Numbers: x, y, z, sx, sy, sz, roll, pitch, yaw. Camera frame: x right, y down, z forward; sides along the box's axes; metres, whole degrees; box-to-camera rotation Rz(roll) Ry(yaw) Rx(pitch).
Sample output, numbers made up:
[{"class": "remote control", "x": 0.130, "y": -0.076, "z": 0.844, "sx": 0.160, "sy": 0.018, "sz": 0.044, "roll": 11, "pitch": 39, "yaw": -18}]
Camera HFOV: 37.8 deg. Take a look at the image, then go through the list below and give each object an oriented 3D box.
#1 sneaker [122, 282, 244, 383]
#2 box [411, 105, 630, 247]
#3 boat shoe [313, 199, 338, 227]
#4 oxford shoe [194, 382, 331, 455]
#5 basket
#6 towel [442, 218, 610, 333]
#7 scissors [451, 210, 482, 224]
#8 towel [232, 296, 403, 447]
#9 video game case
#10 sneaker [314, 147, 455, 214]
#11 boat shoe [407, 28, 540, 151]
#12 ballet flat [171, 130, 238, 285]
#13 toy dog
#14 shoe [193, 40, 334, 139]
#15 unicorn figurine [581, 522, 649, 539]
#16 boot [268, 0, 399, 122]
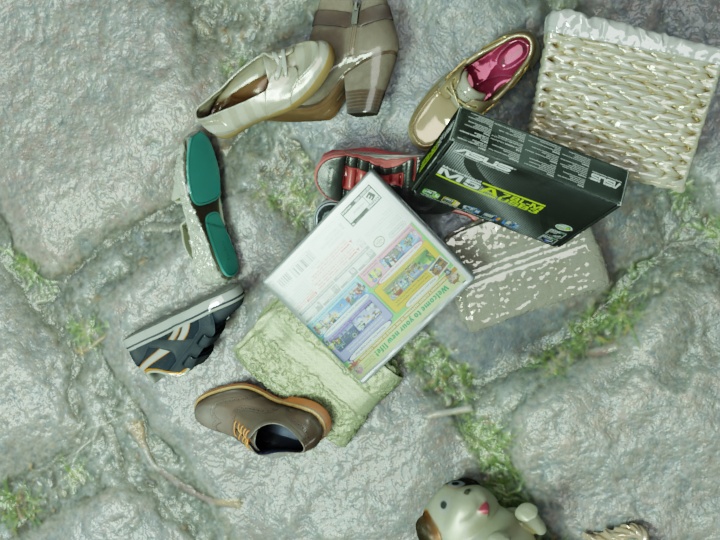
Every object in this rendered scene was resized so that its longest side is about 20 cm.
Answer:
[{"class": "sneaker", "x": -0.216, "y": 0.084, "z": 1.366, "sx": 0.198, "sy": 0.078, "sz": 0.080, "roll": -26, "pitch": 95, "yaw": 31}, {"class": "box", "x": 0.171, "y": -0.098, "z": 1.175, "sx": 0.198, "sy": 0.193, "sz": 0.048, "roll": 21, "pitch": 77, "yaw": -6}, {"class": "boat shoe", "x": 0.000, "y": 0.000, "z": 1.334, "sx": 0.071, "sy": 0.068, "sz": 0.202, "roll": -27, "pitch": 92, "yaw": 11}, {"class": "oxford shoe", "x": -0.140, "y": 0.196, "z": 1.358, "sx": 0.197, "sy": 0.073, "sz": 0.072, "roll": 2, "pitch": 114, "yaw": 26}, {"class": "basket", "x": 0.290, "y": -0.195, "z": 1.203, "sx": 0.197, "sy": 0.198, "sz": 0.163, "roll": 15, "pitch": 100, "yaw": 6}, {"class": "towel", "x": 0.202, "y": -0.012, "z": 1.313, "sx": 0.197, "sy": 0.035, "sz": 0.134, "roll": -19, "pitch": 102, "yaw": 9}, {"class": "scissors", "x": 0.112, "y": -0.079, "z": 1.335, "sx": 0.197, "sy": 0.014, "sz": 0.074, "roll": -5, "pitch": 97, "yaw": 8}, {"class": "towel", "x": -0.057, "y": 0.122, "z": 1.373, "sx": 0.199, "sy": 0.036, "sz": 0.149, "roll": 41, "pitch": 102, "yaw": 3}, {"class": "video game case", "x": 0.009, "y": 0.010, "z": 1.287, "sx": 0.182, "sy": 0.022, "sz": 0.200, "roll": 45, "pitch": 107, "yaw": -4}, {"class": "sneaker", "x": 0.041, "y": -0.125, "z": 1.309, "sx": 0.197, "sy": 0.087, "sz": 0.075, "roll": 8, "pitch": 115, "yaw": -7}, {"class": "boat shoe", "x": 0.135, "y": -0.225, "z": 1.287, "sx": 0.200, "sy": 0.069, "sz": 0.074, "roll": -43, "pitch": 89, "yaw": 11}, {"class": "ballet flat", "x": -0.214, "y": -0.076, "z": 1.363, "sx": 0.071, "sy": 0.072, "sz": 0.203, "roll": -11, "pitch": 94, "yaw": 10}, {"class": "toy dog", "x": 0.166, "y": 0.351, "z": 1.321, "sx": 0.139, "sy": 0.194, "sz": 0.201, "roll": -38, "pitch": 85, "yaw": -26}, {"class": "shoe", "x": -0.119, "y": -0.223, "z": 1.282, "sx": 0.198, "sy": 0.053, "sz": 0.071, "roll": -28, "pitch": 59, "yaw": 24}, {"class": "unicorn figurine", "x": 0.363, "y": 0.413, "z": 1.318, "sx": 0.136, "sy": 0.074, "sz": 0.202, "roll": -23, "pitch": 92, "yaw": 11}, {"class": "boot", "x": -0.046, "y": -0.266, "z": 1.320, "sx": 0.197, "sy": 0.070, "sz": 0.149, "roll": 0, "pitch": 87, "yaw": 16}]
